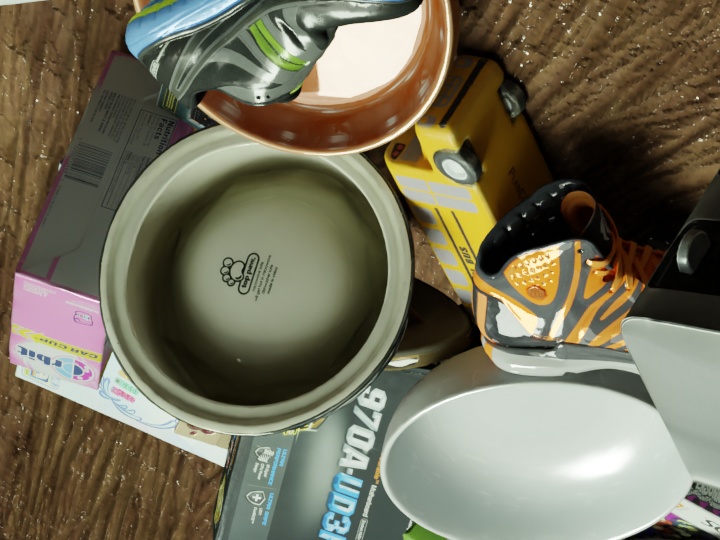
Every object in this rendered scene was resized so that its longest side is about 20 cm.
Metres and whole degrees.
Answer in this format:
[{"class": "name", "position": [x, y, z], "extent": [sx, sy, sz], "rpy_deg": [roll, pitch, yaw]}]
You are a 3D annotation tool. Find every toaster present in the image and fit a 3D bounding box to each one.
[{"class": "toaster", "position": [0.248, 0.022, 1.357], "extent": [0.118, 0.181, 0.200], "rpy_deg": [13, 146, 39]}]

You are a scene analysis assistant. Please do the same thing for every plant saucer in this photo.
[{"class": "plant saucer", "position": [-0.037, -0.159, 1.453], "extent": [0.199, 0.032, 0.201], "rpy_deg": [12, 127, 16]}]

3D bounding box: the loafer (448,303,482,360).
[{"class": "loafer", "position": [0.112, 0.076, 1.706], "extent": [0.071, 0.073, 0.200], "rpy_deg": [0, 159, 22]}]

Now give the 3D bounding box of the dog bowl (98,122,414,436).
[{"class": "dog bowl", "position": [-0.058, 0.009, 1.573], "extent": [0.200, 0.201, 0.074], "rpy_deg": [24, 173, 16]}]

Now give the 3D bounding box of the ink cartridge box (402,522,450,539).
[{"class": "ink cartridge box", "position": [0.136, 0.240, 1.754], "extent": [0.200, 0.076, 0.148], "rpy_deg": [32, 156, 27]}]

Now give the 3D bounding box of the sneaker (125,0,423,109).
[{"class": "sneaker", "position": [-0.040, -0.138, 1.410], "extent": [0.199, 0.071, 0.083], "rpy_deg": [-14, 121, 37]}]

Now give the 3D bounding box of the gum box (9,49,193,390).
[{"class": "gum box", "position": [-0.167, -0.038, 1.679], "extent": [0.066, 0.201, 0.114], "rpy_deg": [18, 148, 2]}]

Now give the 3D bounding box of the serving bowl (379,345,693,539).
[{"class": "serving bowl", "position": [0.113, 0.102, 1.611], "extent": [0.199, 0.066, 0.200], "rpy_deg": [2, 143, 1]}]

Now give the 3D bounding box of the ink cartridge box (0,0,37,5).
[{"class": "ink cartridge box", "position": [-0.138, -0.227, 1.385], "extent": [0.200, 0.087, 0.146], "rpy_deg": [0, 103, 45]}]

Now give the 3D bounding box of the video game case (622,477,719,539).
[{"class": "video game case", "position": [0.219, 0.182, 1.766], "extent": [0.181, 0.036, 0.200], "rpy_deg": [30, 156, -26]}]

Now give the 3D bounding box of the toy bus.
[{"class": "toy bus", "position": [0.076, -0.045, 1.552], "extent": [0.078, 0.065, 0.200], "rpy_deg": [13, 148, 36]}]

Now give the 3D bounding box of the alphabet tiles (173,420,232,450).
[{"class": "alphabet tiles", "position": [-0.010, 0.086, 1.802], "extent": [0.199, 0.008, 0.167], "rpy_deg": [19, 124, -17]}]

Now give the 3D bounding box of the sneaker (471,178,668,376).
[{"class": "sneaker", "position": [0.162, 0.004, 1.482], "extent": [0.199, 0.078, 0.112], "rpy_deg": [-6, 132, 6]}]

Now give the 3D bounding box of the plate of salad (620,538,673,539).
[{"class": "plate of salad", "position": [0.238, 0.235, 1.765], "extent": [0.199, 0.048, 0.200], "rpy_deg": [16, 159, 6]}]

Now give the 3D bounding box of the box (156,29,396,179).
[{"class": "box", "position": [-0.049, -0.128, 1.574], "extent": [0.136, 0.038, 0.200], "rpy_deg": [31, 153, 3]}]

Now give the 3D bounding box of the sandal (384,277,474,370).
[{"class": "sandal", "position": [0.000, 0.000, 1.648], "extent": [0.200, 0.081, 0.055], "rpy_deg": [50, 160, 47]}]

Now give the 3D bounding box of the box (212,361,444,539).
[{"class": "box", "position": [-0.012, 0.127, 1.800], "extent": [0.158, 0.046, 0.201], "rpy_deg": [9, 126, -9]}]

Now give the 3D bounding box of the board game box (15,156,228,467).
[{"class": "board game box", "position": [-0.138, 0.031, 1.828], "extent": [0.198, 0.043, 0.201], "rpy_deg": [24, 127, 9]}]
